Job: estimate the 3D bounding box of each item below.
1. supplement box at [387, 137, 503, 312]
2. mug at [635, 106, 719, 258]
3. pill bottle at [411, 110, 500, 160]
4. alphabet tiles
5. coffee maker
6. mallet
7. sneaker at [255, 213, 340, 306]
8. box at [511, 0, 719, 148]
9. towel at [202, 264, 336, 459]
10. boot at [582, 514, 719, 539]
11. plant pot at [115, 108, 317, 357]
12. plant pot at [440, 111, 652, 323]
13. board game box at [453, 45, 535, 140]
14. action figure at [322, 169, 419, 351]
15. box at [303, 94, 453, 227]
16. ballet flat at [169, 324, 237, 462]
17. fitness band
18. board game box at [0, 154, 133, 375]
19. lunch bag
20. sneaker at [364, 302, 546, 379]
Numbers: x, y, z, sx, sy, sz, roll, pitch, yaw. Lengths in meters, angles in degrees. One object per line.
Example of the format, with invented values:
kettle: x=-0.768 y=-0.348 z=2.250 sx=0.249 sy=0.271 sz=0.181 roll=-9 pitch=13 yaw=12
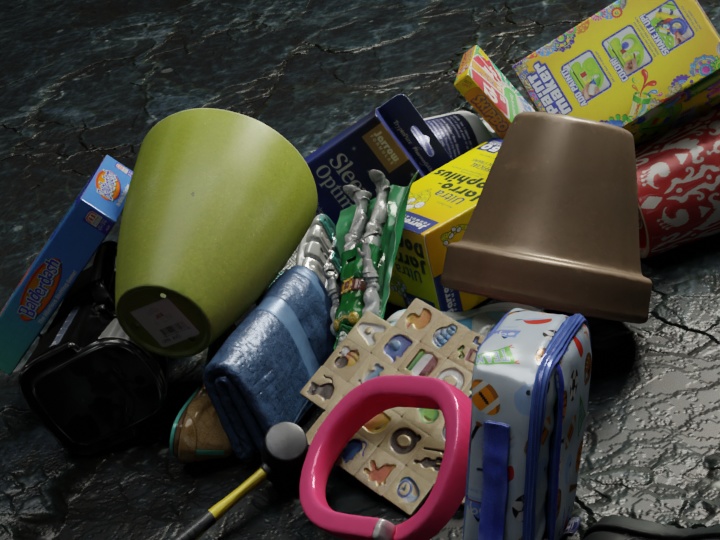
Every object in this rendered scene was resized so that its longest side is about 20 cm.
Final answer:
supplement box: x=0.115 y=-0.045 z=1.543 sx=0.200 sy=0.110 sz=0.109 roll=-31 pitch=31 yaw=-29
mug: x=0.362 y=-0.088 z=1.531 sx=0.199 sy=0.178 sz=0.134 roll=-23 pitch=64 yaw=-7
pill bottle: x=0.089 y=-0.122 z=1.689 sx=0.199 sy=0.112 sz=0.111 roll=-14 pitch=26 yaw=-18
alphabet tiles: x=0.046 y=0.116 z=1.279 sx=0.200 sy=0.006 sz=0.167 roll=30 pitch=75 yaw=35
coffee maker: x=-0.259 y=0.089 z=1.478 sx=0.192 sy=0.134 sz=0.200 roll=-49 pitch=13 yaw=27
mallet: x=-0.120 y=0.200 z=1.245 sx=0.200 sy=0.066 sz=0.041 roll=-35 pitch=68 yaw=-31
sneaker: x=-0.081 y=0.028 z=1.536 sx=0.091 sy=0.078 sz=0.200 roll=-12 pitch=36 yaw=27
box: x=0.286 y=-0.189 z=1.550 sx=0.192 sy=0.122 sz=0.200 roll=-31 pitch=-16 yaw=9
towel: x=-0.074 y=0.082 z=1.388 sx=0.048 sy=0.112 sz=0.200 roll=-12 pitch=23 yaw=31
boot: x=0.196 y=0.242 z=0.996 sx=0.199 sy=0.077 sz=0.168 roll=2 pitch=27 yaw=43
plant pot: x=-0.154 y=-0.020 z=1.394 sx=0.186 sy=0.188 sz=0.200 roll=-3 pitch=41 yaw=20
plant pot: x=0.186 y=-0.052 z=1.371 sx=0.199 sy=0.176 sz=0.200 roll=11 pitch=1 yaw=0
board game box: x=0.182 y=-0.157 z=1.642 sx=0.030 sy=0.200 sz=0.096 roll=-34 pitch=17 yaw=25
action figure: x=0.000 y=0.000 z=1.430 sx=0.118 sy=0.055 sz=0.201 roll=-30 pitch=43 yaw=45
box: x=-0.001 y=-0.090 z=1.594 sx=0.200 sy=0.121 sz=0.032 roll=-34 pitch=18 yaw=13
ballet flat: x=-0.127 y=0.117 z=1.417 sx=0.072 sy=0.068 sz=0.200 roll=10 pitch=31 yaw=3
fitness band: x=0.021 y=0.153 z=1.189 sx=0.200 sy=0.037 sz=0.144 roll=-3 pitch=60 yaw=56
board game box: x=-0.306 y=-0.008 z=1.491 sx=0.200 sy=0.045 sz=0.152 roll=-53 pitch=12 yaw=16
lunch bag: x=0.123 y=0.138 z=1.100 sx=0.075 sy=0.201 sz=0.160 roll=6 pitch=20 yaw=18
sneaker: x=0.082 y=0.092 z=1.339 sx=0.199 sy=0.080 sz=0.131 roll=-6 pitch=25 yaw=37
